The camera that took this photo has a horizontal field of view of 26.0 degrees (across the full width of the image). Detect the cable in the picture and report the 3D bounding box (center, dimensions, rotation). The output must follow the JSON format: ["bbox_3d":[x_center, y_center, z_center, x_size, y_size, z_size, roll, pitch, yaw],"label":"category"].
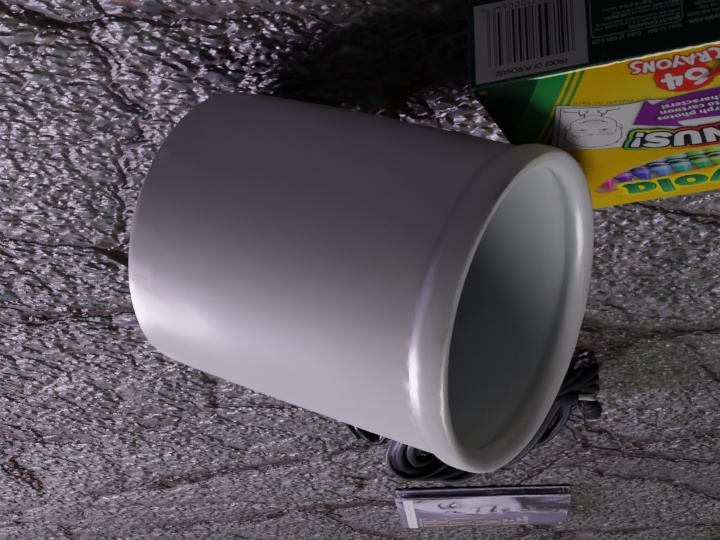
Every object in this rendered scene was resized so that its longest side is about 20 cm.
[{"bbox_3d":[0.117,0.137,1.344,0.199,0.051,0.163,-20,164,0],"label":"cable"}]

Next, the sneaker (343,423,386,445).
[{"bbox_3d":[0.012,0.106,1.287,0.075,0.088,0.200,-10,158,19],"label":"sneaker"}]

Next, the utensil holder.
[{"bbox_3d":[0.000,0.000,0.833,0.199,0.171,0.170,14,167,29],"label":"utensil holder"}]

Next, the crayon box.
[{"bbox_3d":[0.176,-0.098,0.809,0.199,0.059,0.173,-9,157,21],"label":"crayon box"}]

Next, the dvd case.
[{"bbox_3d":[0.143,0.278,1.818,0.198,0.016,0.149,-2,159,4],"label":"dvd case"}]
